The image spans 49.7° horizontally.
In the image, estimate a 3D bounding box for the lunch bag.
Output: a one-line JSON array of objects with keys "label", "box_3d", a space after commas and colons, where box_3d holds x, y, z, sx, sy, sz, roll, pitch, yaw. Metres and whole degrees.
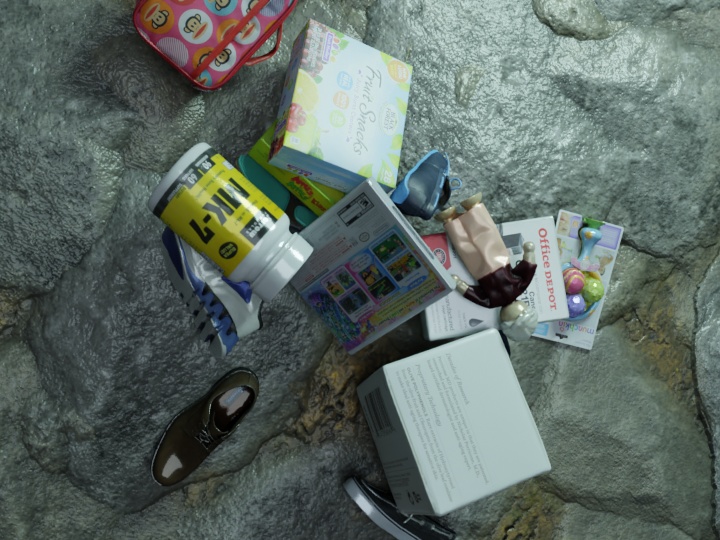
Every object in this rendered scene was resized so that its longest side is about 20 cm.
[{"label": "lunch bag", "box_3d": [-0.183, -0.345, 1.033, 0.200, 0.082, 0.176, -43, 118, 13]}]

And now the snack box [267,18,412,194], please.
[{"label": "snack box", "box_3d": [-0.024, -0.215, 1.062, 0.167, 0.068, 0.202, 19, 67, -22]}]

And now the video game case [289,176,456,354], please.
[{"label": "video game case", "box_3d": [0.000, 0.000, 1.049, 0.199, 0.024, 0.182, -35, 99, 32]}]

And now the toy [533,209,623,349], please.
[{"label": "toy", "box_3d": [0.343, 0.016, 1.210, 0.114, 0.047, 0.202, 14, 89, -11]}]

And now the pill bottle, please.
[{"label": "pill bottle", "box_3d": [-0.165, -0.059, 1.007, 0.200, 0.114, 0.115, 41, 84, -6]}]

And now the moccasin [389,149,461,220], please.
[{"label": "moccasin", "box_3d": [0.091, -0.109, 1.083, 0.068, 0.200, 0.081, 38, 122, 1]}]

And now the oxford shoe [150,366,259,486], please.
[{"label": "oxford shoe", "box_3d": [-0.218, 0.220, 1.077, 0.073, 0.084, 0.200, 41, 86, -13]}]

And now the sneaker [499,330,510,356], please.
[{"label": "sneaker", "box_3d": [0.203, 0.033, 1.169, 0.108, 0.070, 0.201, -30, 96, -8]}]

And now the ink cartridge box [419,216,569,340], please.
[{"label": "ink cartridge box", "box_3d": [0.178, 0.012, 1.090, 0.198, 0.084, 0.146, -9, 87, -2]}]

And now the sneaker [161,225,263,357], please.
[{"label": "sneaker", "box_3d": [-0.191, 0.011, 1.081, 0.115, 0.080, 0.201, -22, 82, -34]}]

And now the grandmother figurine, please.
[{"label": "grandmother figurine", "box_3d": [0.177, 0.000, 1.023, 0.121, 0.060, 0.201, -26, 90, 26]}]

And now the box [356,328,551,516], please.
[{"label": "box", "box_3d": [0.117, 0.211, 1.063, 0.170, 0.199, 0.202, -18, 78, -16]}]

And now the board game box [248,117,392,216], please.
[{"label": "board game box", "box_3d": [-0.049, -0.138, 1.094, 0.200, 0.048, 0.102, 41, 56, -12]}]

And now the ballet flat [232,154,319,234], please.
[{"label": "ballet flat", "box_3d": [-0.112, -0.077, 1.095, 0.199, 0.073, 0.073, 38, 85, -17]}]

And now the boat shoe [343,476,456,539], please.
[{"label": "boat shoe", "box_3d": [0.063, 0.356, 1.149, 0.199, 0.074, 0.068, 41, 88, -12]}]
